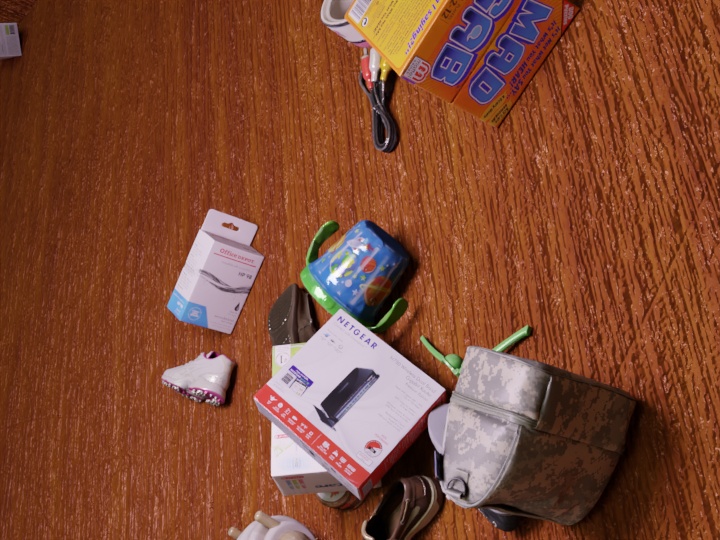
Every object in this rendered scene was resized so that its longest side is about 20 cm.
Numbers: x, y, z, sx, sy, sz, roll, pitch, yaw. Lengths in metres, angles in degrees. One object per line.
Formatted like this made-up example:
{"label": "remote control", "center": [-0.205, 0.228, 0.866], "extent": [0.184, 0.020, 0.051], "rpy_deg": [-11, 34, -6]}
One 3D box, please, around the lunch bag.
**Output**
{"label": "lunch bag", "center": [0.187, 0.189, 1.072], "extent": [0.139, 0.199, 0.170], "rpy_deg": [9, 80, 52]}

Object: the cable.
{"label": "cable", "center": [0.022, -0.287, 1.598], "extent": [0.097, 0.050, 0.202], "rpy_deg": [-15, 63, 45]}

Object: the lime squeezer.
{"label": "lime squeezer", "center": [0.139, 0.112, 1.297], "extent": [0.199, 0.037, 0.071], "rpy_deg": [-11, 67, 50]}

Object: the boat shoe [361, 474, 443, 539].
{"label": "boat shoe", "center": [0.027, 0.355, 1.304], "extent": [0.204, 0.074, 0.075], "rpy_deg": [-60, 39, 14]}

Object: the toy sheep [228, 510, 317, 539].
{"label": "toy sheep", "center": [-0.132, 0.427, 1.429], "extent": [0.200, 0.137, 0.139], "rpy_deg": [-38, 47, 51]}

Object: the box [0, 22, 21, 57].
{"label": "box", "center": [-1.255, -0.785, 3.336], "extent": [0.199, 0.101, 0.114], "rpy_deg": [10, 109, 52]}

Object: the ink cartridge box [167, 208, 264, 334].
{"label": "ink cartridge box", "center": [-0.258, 0.003, 1.774], "extent": [0.067, 0.115, 0.202], "rpy_deg": [34, 103, 52]}

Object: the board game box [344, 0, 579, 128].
{"label": "board game box", "center": [0.137, -0.362, 1.365], "extent": [0.201, 0.199, 0.200], "rpy_deg": [-55, 40, 19]}

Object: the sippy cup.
{"label": "sippy cup", "center": [0.000, 0.000, 1.453], "extent": [0.131, 0.177, 0.140], "rpy_deg": [-49, 1, 10]}

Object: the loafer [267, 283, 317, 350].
{"label": "loafer", "center": [-0.107, 0.104, 1.589], "extent": [0.076, 0.067, 0.201], "rpy_deg": [-41, 31, 29]}

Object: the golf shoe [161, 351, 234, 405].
{"label": "golf shoe", "center": [-0.297, 0.194, 1.793], "extent": [0.199, 0.075, 0.092], "rpy_deg": [2, 62, 49]}

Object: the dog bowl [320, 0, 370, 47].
{"label": "dog bowl", "center": [0.031, -0.456, 1.604], "extent": [0.199, 0.074, 0.201], "rpy_deg": [-30, 36, 25]}

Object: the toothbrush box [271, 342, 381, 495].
{"label": "toothbrush box", "center": [-0.049, 0.207, 1.384], "extent": [0.144, 0.086, 0.202], "rpy_deg": [-6, 59, 6]}

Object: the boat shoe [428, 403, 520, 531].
{"label": "boat shoe", "center": [0.141, 0.246, 1.219], "extent": [0.200, 0.068, 0.057], "rpy_deg": [-127, 25, -53]}

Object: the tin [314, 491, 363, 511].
{"label": "tin", "center": [-0.038, 0.261, 1.457], "extent": [0.112, 0.042, 0.202], "rpy_deg": [-46, 44, 36]}

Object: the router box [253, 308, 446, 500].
{"label": "router box", "center": [-0.014, 0.177, 1.317], "extent": [0.199, 0.049, 0.180], "rpy_deg": [35, 68, 25]}
